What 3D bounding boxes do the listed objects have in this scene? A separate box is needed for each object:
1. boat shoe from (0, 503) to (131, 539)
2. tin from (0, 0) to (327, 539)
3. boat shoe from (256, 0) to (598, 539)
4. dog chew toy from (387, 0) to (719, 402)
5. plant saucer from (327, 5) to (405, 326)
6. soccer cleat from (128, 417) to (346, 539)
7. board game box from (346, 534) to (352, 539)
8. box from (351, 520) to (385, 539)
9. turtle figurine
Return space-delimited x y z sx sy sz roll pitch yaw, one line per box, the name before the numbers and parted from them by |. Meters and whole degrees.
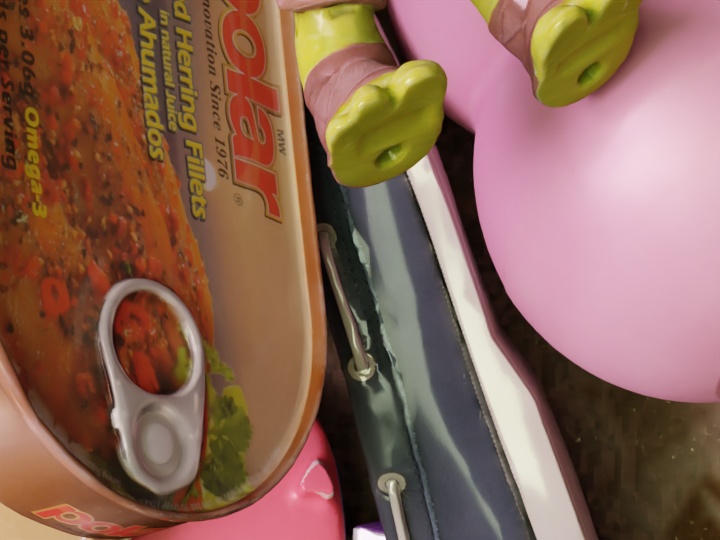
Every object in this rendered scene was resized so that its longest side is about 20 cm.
boat shoe | -0.105 -0.005 0.727 0.071 0.076 0.201 -15 108 11
tin | -0.061 -0.037 0.690 0.042 0.112 0.201 -22 66 42
boat shoe | 0.000 0.000 0.760 0.062 0.075 0.201 -23 92 4
dog chew toy | 0.063 -0.068 0.747 0.124 0.124 0.201 -39 69 19
plant saucer | -0.077 -0.056 0.807 0.198 0.031 0.202 0 97 -1
soccer cleat | -0.045 0.131 0.804 0.066 0.076 0.202 7 79 -9
board game box | -0.081 0.144 0.861 0.104 0.023 0.201 28 102 17
box | 0.054 0.176 0.796 0.136 0.039 0.202 9 95 23
turtle figurine | -0.019 -0.098 0.672 0.162 0.199 0.064 60 144 20
